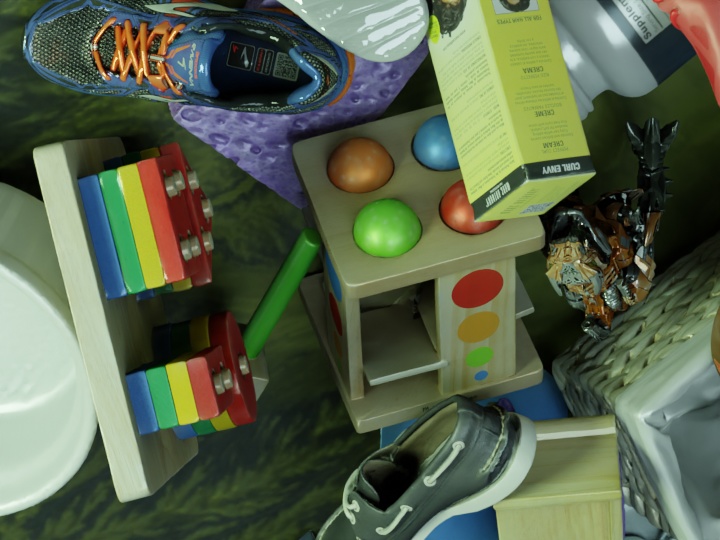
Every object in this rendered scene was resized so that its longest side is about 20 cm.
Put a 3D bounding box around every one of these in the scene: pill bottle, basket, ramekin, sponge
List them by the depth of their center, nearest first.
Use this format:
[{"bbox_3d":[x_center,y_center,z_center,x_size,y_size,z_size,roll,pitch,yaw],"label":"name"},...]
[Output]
[{"bbox_3d":[-0.241,0.040,1.660,0.199,0.098,0.201,6,124,9],"label":"ramekin"},{"bbox_3d":[0.168,-0.177,1.709,0.200,0.120,0.120,-39,119,4],"label":"pill bottle"},{"bbox_3d":[-0.017,-0.145,1.718,0.111,0.030,0.200,33,102,-26],"label":"sponge"},{"bbox_3d":[0.239,0.068,1.821,0.200,0.123,0.136,-37,120,-17],"label":"basket"}]

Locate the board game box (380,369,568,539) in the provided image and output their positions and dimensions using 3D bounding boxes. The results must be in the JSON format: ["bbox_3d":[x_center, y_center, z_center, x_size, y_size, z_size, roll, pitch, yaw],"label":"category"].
[{"bbox_3d":[0.064,0.147,1.871,0.157,0.039,0.201,-10,111,-34],"label":"board game box"}]

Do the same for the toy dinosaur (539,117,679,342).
[{"bbox_3d":[0.148,-0.021,1.761,0.101,0.200,0.137,-1,82,-3],"label":"toy dinosaur"}]

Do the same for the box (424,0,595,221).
[{"bbox_3d":[0.077,-0.135,1.631,0.050,0.075,0.201,-8,75,-26],"label":"box"}]

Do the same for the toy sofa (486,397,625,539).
[{"bbox_3d":[0.130,0.174,1.795,0.082,0.098,0.201,-4,132,4],"label":"toy sofa"}]

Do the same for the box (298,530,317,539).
[{"bbox_3d":[-0.050,0.312,1.825,0.198,0.200,0.123,-40,120,4],"label":"box"}]

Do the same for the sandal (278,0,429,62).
[{"bbox_3d":[-0.047,-0.200,1.654,0.207,0.059,0.079,42,100,-7],"label":"sandal"}]

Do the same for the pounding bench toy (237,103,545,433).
[{"bbox_3d":[0.000,0.000,1.709,0.199,0.125,0.156,-15,140,-10],"label":"pounding bench toy"}]

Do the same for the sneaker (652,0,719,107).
[{"bbox_3d":[0.166,-0.176,1.622,0.115,0.078,0.201,-14,79,12],"label":"sneaker"}]

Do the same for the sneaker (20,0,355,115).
[{"bbox_3d":[-0.103,-0.131,1.651,0.199,0.078,0.076,3,101,1],"label":"sneaker"}]

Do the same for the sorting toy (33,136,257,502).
[{"bbox_3d":[-0.116,0.017,1.625,0.069,0.199,0.201,-14,92,5],"label":"sorting toy"}]

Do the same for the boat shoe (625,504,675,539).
[{"bbox_3d":[0.209,0.187,1.920,0.070,0.072,0.201,-34,120,0],"label":"boat shoe"}]

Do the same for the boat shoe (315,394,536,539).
[{"bbox_3d":[0.025,0.136,1.734,0.060,0.074,0.200,27,141,-27],"label":"boat shoe"}]

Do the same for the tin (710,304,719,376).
[{"bbox_3d":[0.302,0.008,1.721,0.200,0.042,0.112,-41,130,0],"label":"tin"}]
